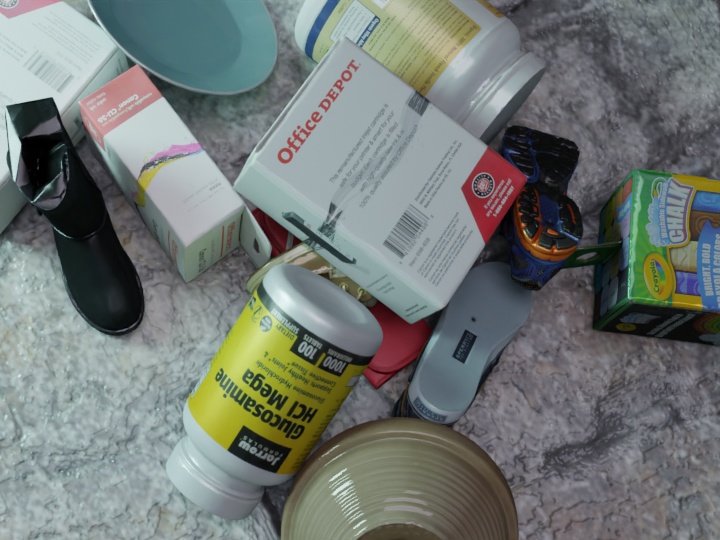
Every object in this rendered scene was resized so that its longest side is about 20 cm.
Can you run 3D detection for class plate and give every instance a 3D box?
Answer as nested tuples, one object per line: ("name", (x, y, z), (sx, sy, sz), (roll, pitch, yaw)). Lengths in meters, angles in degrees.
("plate", (-0.167, -0.234, 1.273), (0.200, 0.026, 0.201), (22, 45, -24))

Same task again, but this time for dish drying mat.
("dish drying mat", (-0.017, 0.007, 1.265), (0.077, 0.018, 0.200), (-36, 81, -14))

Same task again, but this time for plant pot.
("plant pot", (0.032, 0.229, 1.128), (0.200, 0.093, 0.202), (0, 104, 2))

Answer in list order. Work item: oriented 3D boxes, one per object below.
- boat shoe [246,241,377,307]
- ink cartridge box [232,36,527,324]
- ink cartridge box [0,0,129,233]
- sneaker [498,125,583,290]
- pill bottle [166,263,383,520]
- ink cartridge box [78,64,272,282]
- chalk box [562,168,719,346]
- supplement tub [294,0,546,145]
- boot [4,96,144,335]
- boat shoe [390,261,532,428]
("boat shoe", (0.000, 0.000, 1.222), (0.199, 0.074, 0.067), (-19, 75, -10))
("ink cartridge box", (0.015, -0.075, 1.166), (0.200, 0.084, 0.145), (38, 70, -7))
("ink cartridge box", (-0.326, -0.155, 1.244), (0.146, 0.083, 0.200), (36, 75, 8))
("sneaker", (0.152, -0.061, 1.248), (0.075, 0.079, 0.200), (16, 40, -5))
("pill bottle", (-0.077, 0.104, 1.157), (0.112, 0.112, 0.200), (34, 103, 4))
("ink cartridge box", (-0.162, -0.067, 1.220), (0.067, 0.117, 0.200), (-36, 80, -14))
("chalk box", (0.278, -0.011, 1.243), (0.199, 0.125, 0.125), (8, 75, -4))
("supplement tub", (0.055, -0.201, 1.262), (0.200, 0.144, 0.144), (41, 75, 6))
("boot", (-0.237, -0.039, 1.162), (0.065, 0.200, 0.165), (-24, 79, -11))
("boat shoe", (0.084, 0.077, 1.235), (0.071, 0.091, 0.200), (34, 48, 4))
